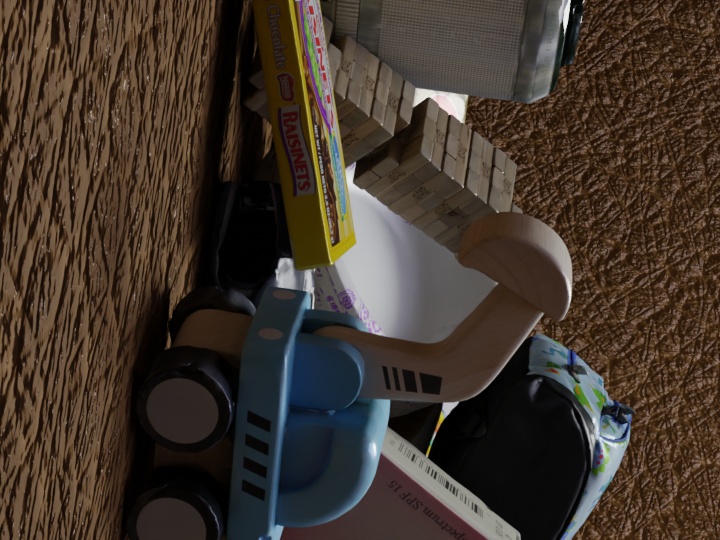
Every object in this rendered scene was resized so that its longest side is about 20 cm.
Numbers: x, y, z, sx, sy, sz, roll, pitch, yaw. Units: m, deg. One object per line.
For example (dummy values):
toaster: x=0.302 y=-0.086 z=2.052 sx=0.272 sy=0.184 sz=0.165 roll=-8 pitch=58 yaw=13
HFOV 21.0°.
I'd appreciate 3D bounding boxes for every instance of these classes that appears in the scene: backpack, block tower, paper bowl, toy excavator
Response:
backpack: x=0.112 y=0.124 z=1.329 sx=0.164 sy=0.153 sz=0.200 roll=-61 pitch=-169 yaw=14
block tower: x=0.015 y=-0.086 z=1.219 sx=0.054 sy=0.200 sz=0.058 roll=-32 pitch=-147 yaw=38
paper bowl: x=0.000 y=0.000 z=1.292 sx=0.200 sy=0.104 sz=0.202 roll=33 pitch=45 yaw=-41
toy excavator: x=-0.005 y=0.056 z=0.961 sx=0.100 sy=0.198 sz=0.196 roll=-76 pitch=174 yaw=-67

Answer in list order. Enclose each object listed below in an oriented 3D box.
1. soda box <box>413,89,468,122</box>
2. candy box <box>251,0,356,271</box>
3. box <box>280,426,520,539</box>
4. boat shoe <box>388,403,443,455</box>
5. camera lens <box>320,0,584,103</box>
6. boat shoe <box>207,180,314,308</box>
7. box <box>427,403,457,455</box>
soda box: x=0.031 y=-0.077 z=1.476 sx=0.067 sy=0.064 sz=0.202 roll=4 pitch=94 yaw=-48
candy box: x=-0.034 y=-0.106 z=1.095 sx=0.102 sy=0.026 sz=0.202 roll=-51 pitch=133 yaw=-80
box: x=-0.012 y=0.203 z=1.164 sx=0.201 sy=0.128 sz=0.109 roll=-53 pitch=178 yaw=4
boat shoe: x=0.003 y=0.148 z=1.327 sx=0.200 sy=0.070 sz=0.070 roll=-55 pitch=138 yaw=-29
camera lens: x=0.045 y=-0.197 z=1.249 sx=0.160 sy=0.198 sz=0.161 roll=8 pitch=90 yaw=-87
boat shoe: x=-0.066 y=0.042 z=1.125 sx=0.093 sy=0.074 sz=0.202 roll=45 pitch=47 yaw=-76
box: x=0.040 y=0.143 z=1.456 sx=0.200 sy=0.041 sz=0.157 roll=-29 pitch=98 yaw=-61
